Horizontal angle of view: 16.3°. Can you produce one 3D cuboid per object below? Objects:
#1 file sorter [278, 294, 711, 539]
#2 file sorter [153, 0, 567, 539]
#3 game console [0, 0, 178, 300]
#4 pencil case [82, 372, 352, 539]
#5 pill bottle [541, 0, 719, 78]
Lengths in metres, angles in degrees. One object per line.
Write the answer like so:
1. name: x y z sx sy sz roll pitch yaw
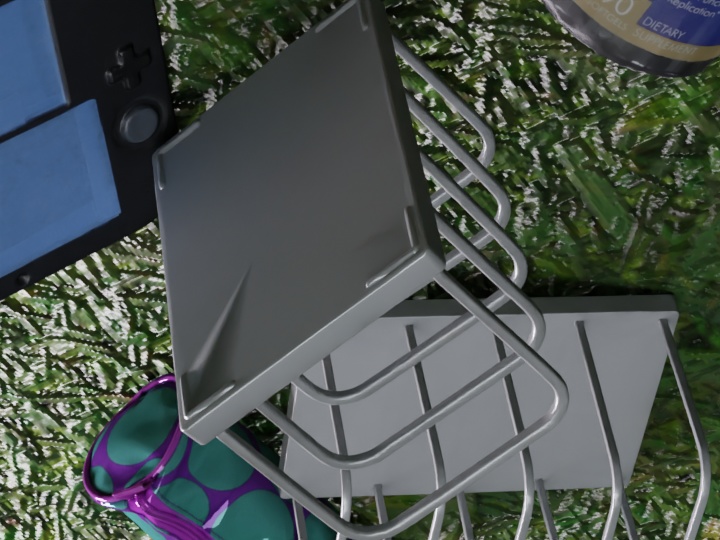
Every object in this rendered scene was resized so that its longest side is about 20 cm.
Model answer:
1. file sorter: 0.069 0.106 1.306 0.199 0.125 0.139 -1 135 -12
2. file sorter: 0.000 0.000 1.167 0.139 0.200 0.124 -36 126 19
3. game console: -0.178 -0.060 1.186 0.199 0.031 0.177 -29 139 -23
4. pencil case: -0.064 0.147 1.405 0.085 0.093 0.200 -27 125 27
5. pill bottle: 0.160 -0.185 1.057 0.111 0.112 0.200 23 131 -16
